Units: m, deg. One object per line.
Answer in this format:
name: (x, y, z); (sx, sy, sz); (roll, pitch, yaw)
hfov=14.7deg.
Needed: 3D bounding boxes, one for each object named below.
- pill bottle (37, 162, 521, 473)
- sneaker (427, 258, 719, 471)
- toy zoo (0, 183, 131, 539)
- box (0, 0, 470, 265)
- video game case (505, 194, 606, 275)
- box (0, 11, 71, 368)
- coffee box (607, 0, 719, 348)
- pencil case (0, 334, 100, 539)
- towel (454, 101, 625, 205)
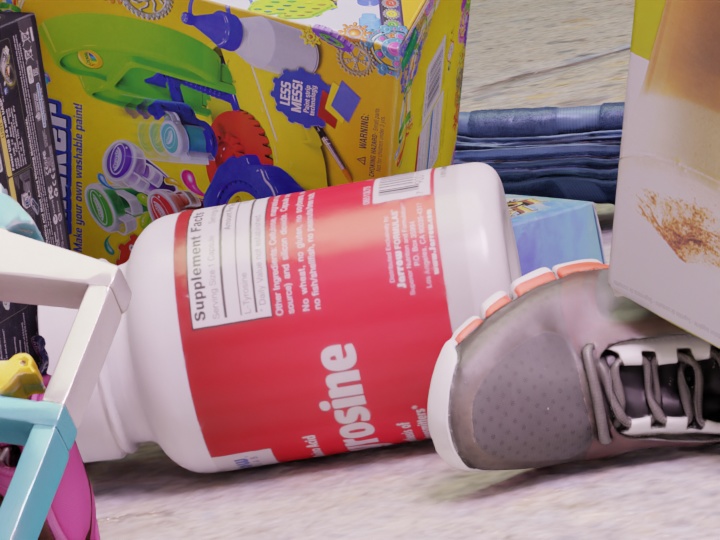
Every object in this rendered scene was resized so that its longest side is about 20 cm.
pill bottle: (-0.031, 0.024, 1.180); (0.199, 0.113, 0.112); (-10, 10, 7)
sneaker: (0.122, 0.035, 1.083); (0.199, 0.078, 0.082); (-15, 17, -23)
toy zoo: (-0.165, 0.052, 1.008); (0.130, 0.021, 0.201); (5, 56, 20)
box: (-0.059, -0.077, 1.283); (0.191, 0.201, 0.122); (15, 42, 13)
video game case: (0.000, 0.000, 1.480); (0.199, 0.046, 0.181); (-15, 12, -25)
box: (-0.176, 0.005, 1.169); (0.049, 0.201, 0.161); (-1, 16, 21)
coffee box: (0.235, -0.065, 1.017); (0.199, 0.199, 0.199); (-19, 34, -37)
pencil case: (-0.203, 0.089, 1.060); (0.199, 0.091, 0.094); (-13, -5, 6)
towel: (0.140, -0.063, 1.596); (0.199, 0.049, 0.112); (-3, -10, 12)
